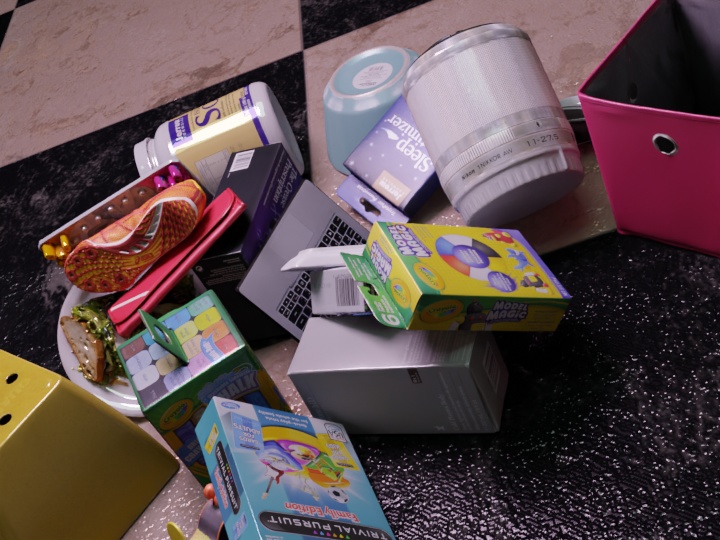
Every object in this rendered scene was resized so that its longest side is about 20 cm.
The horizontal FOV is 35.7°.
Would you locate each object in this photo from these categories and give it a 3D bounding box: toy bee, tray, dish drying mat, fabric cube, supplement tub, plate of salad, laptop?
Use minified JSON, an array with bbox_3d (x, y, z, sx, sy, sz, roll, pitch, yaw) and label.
[{"bbox_3d":[-0.138,0.257,1.068,0.131,0.109,0.200,-1,45,32],"label":"toy bee"},{"bbox_3d":[0.018,-0.017,1.212,0.200,0.022,0.107,-5,0,-12],"label":"tray"},{"bbox_3d":[-0.209,-0.012,1.263,0.200,0.018,0.077,-47,26,-1],"label":"dish drying mat"},{"bbox_3d":[0.372,-0.150,1.157,0.196,0.200,0.200,19,57,42],"label":"fabric cube"},{"bbox_3d":[-0.193,-0.157,1.536,0.200,0.146,0.146,-23,38,5],"label":"supplement tub"},{"bbox_3d":[-0.260,0.071,1.313,0.200,0.048,0.200,-1,81,3],"label":"plate of salad"},{"bbox_3d":[0.000,0.000,1.267,0.116,0.200,0.187,-31,25,49],"label":"laptop"}]

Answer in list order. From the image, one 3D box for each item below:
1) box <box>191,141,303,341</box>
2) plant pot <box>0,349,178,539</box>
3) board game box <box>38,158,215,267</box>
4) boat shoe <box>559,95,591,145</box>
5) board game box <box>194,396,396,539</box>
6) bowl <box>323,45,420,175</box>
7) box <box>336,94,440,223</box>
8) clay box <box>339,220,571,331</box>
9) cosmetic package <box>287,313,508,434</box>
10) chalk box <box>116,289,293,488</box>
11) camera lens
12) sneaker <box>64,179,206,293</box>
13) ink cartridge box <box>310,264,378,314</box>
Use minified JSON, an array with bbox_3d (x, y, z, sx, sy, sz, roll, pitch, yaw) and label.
[{"bbox_3d":[-0.119,-0.036,1.360,0.079,0.141,0.200,-9,42,23],"label":"box"},{"bbox_3d":[-0.357,0.201,1.203,0.200,0.177,0.200,14,53,40],"label":"plant pot"},{"bbox_3d":[-0.255,-0.029,1.374,0.200,0.200,0.026,-31,54,8],"label":"board game box"},{"bbox_3d":[0.225,-0.166,1.369,0.200,0.070,0.066,2,59,30],"label":"boat shoe"},{"bbox_3d":[-0.059,0.209,1.045,0.047,0.151,0.200,-61,33,21],"label":"board game box"},{"bbox_3d":[0.029,-0.231,1.524,0.200,0.105,0.201,-17,39,14],"label":"bowl"},{"bbox_3d":[0.062,-0.149,1.406,0.121,0.032,0.200,40,90,34],"label":"box"},{"bbox_3d":[0.090,0.005,1.074,0.200,0.048,0.115,3,36,-30],"label":"clay box"},{"bbox_3d":[0.039,0.105,1.138,0.200,0.107,0.090,-8,41,25],"label":"cosmetic package"},{"bbox_3d":[-0.164,0.114,1.168,0.124,0.200,0.125,-32,39,-6],"label":"chalk box"},{"bbox_3d":[0.149,-0.167,1.277,0.160,0.160,0.200,-23,76,5],"label":"camera lens"},{"bbox_3d":[-0.254,-0.034,1.284,0.200,0.073,0.077,-26,18,21],"label":"sneaker"},{"bbox_3d":[0.059,0.016,1.181,0.200,0.050,0.109,-3,-1,-31],"label":"ink cartridge box"}]
